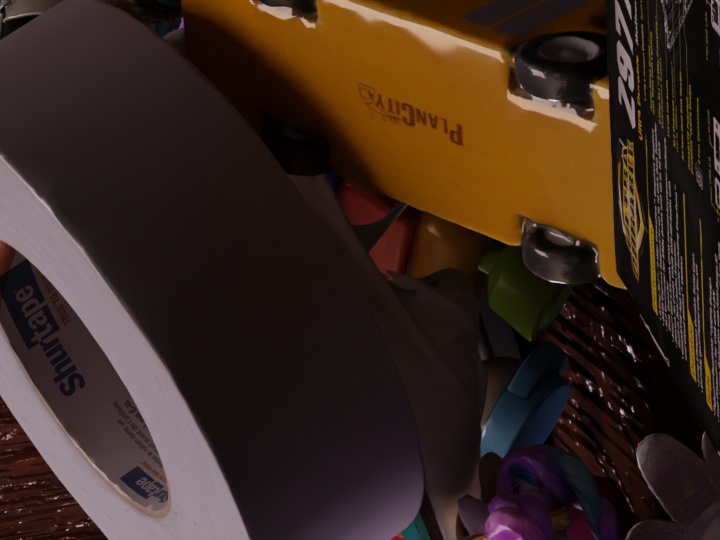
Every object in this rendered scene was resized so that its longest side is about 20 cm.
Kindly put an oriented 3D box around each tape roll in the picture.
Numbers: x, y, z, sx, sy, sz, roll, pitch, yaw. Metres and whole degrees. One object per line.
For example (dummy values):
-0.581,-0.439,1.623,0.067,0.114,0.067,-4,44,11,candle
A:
-0.066,0.017,0.940,0.200,0.066,0.201,46,159,24,tape roll

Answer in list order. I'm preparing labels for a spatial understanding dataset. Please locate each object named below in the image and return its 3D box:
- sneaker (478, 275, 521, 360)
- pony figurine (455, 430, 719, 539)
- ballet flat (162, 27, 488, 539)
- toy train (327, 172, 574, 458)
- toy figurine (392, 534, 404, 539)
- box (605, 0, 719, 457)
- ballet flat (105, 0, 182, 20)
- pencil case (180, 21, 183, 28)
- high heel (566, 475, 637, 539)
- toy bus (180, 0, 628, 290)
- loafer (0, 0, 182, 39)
0.015,0.013,1.177,0.078,0.079,0.201,-178,72,-81,sneaker
0.058,0.134,0.850,0.193,0.166,0.201,55,-163,-75,pony figurine
0.000,0.000,0.970,0.201,0.069,0.069,58,169,6,ballet flat
0.028,-0.019,1.035,0.085,0.115,0.201,-48,-20,-40,toy train
-0.016,0.172,1.243,0.150,0.183,0.201,113,148,-76,toy figurine
0.095,-0.054,0.685,0.160,0.049,0.201,-108,12,-63,box
-0.034,-0.141,1.003,0.065,0.200,0.071,17,119,33,ballet flat
-0.035,-0.021,1.299,0.200,0.084,0.086,51,-138,-29,pencil case
0.073,0.133,1.043,0.200,0.067,0.097,134,137,-73,high heel
0.028,-0.060,0.871,0.199,0.078,0.065,23,128,40,toy bus
-0.102,-0.094,1.121,0.070,0.069,0.201,91,-174,-81,loafer
